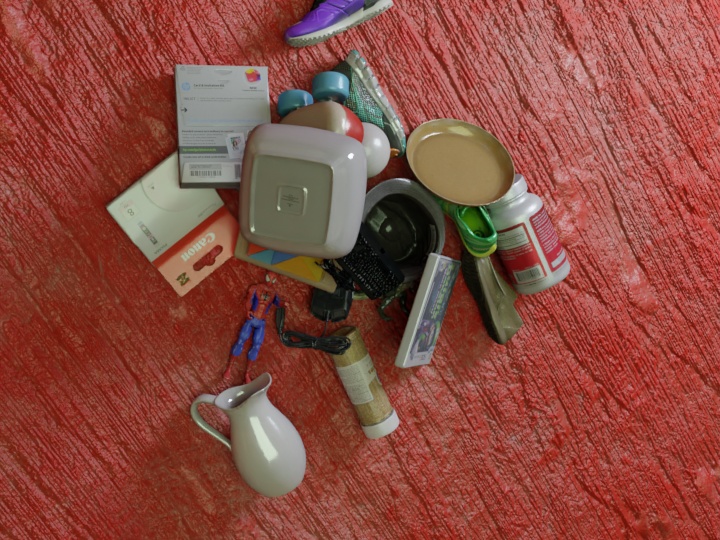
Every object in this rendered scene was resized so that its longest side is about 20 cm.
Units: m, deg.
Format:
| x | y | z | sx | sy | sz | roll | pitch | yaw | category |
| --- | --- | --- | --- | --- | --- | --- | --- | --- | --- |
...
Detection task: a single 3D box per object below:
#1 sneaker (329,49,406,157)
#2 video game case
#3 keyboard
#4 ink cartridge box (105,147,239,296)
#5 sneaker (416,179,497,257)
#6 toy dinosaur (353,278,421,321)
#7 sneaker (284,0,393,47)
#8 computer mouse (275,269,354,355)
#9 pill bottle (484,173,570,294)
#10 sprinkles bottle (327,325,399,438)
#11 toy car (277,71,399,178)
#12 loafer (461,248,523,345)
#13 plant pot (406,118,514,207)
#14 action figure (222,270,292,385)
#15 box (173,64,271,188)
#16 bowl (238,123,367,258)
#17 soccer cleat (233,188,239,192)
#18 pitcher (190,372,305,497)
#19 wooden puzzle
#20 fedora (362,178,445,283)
| x | y | z | sx | sy | sz | roll | pitch | yaw | category |
| --- | --- | --- | --- | --- | --- | --- | --- | --- | --- |
| 0.007 | -0.276 | 1.697 | 0.091 | 0.078 | 0.201 | -30 | 103 | 6 | sneaker |
| 0.122 | 0.072 | 1.728 | 0.023 | 0.182 | 0.201 | 18 | 93 | 17 | video game case |
| 0.000 | 0.000 | 1.621 | 0.104 | 0.040 | 0.200 | -31 | 139 | 9 | keyboard |
| -0.299 | -0.079 | 1.636 | 0.162 | 0.057 | 0.200 | -40 | 102 | -8 | ink cartridge box |
| 0.179 | -0.118 | 1.736 | 0.074 | 0.084 | 0.200 | -36 | 80 | -20 | sneaker |
| 0.058 | 0.045 | 1.760 | 0.199 | 0.047 | 0.089 | -17 | 76 | -10 | toy dinosaur |
| -0.051 | -0.450 | 1.651 | 0.199 | 0.070 | 0.100 | -27 | 98 | -16 | sneaker |
| -0.076 | 0.048 | 1.721 | 0.139 | 0.046 | 0.201 | 1 | 80 | 11 | computer mouse |
| 0.294 | -0.067 | 1.783 | 0.112 | 0.112 | 0.201 | -29 | 105 | -11 | pill bottle |
| 0.002 | 0.201 | 1.757 | 0.068 | 0.068 | 0.201 | -27 | 105 | -12 | sprinkles bottle |
| -0.029 | -0.202 | 1.648 | 0.199 | 0.176 | 0.186 | 14 | 70 | -40 | toy car |
| 0.244 | 0.038 | 1.808 | 0.067 | 0.076 | 0.201 | -26 | 111 | -15 | loafer |
| 0.173 | -0.184 | 1.718 | 0.199 | 0.028 | 0.201 | 8 | 52 | -10 | plant pot |
| -0.175 | 0.099 | 1.676 | 0.065 | 0.099 | 0.201 | 17 | 90 | -19 | action figure |
| -0.223 | -0.235 | 1.605 | 0.155 | 0.041 | 0.201 | -2 | 80 | -16 | box |
| -0.096 | -0.115 | 1.500 | 0.199 | 0.075 | 0.201 | 10 | 108 | 9 | bowl |
| -0.148 | -0.094 | 1.678 | 0.084 | 0.065 | 0.200 | -35 | 108 | 8 | soccer cleat |
| -0.193 | 0.290 | 1.694 | 0.171 | 0.121 | 0.201 | -12 | 112 | 26 | pitcher |
| -0.110 | -0.053 | 1.616 | 0.184 | 0.037 | 0.201 | 20 | 134 | 0 | wooden puzzle |
| 0.053 | -0.074 | 1.719 | 0.200 | 0.090 | 0.177 | 37 | 89 | -28 | fedora |
